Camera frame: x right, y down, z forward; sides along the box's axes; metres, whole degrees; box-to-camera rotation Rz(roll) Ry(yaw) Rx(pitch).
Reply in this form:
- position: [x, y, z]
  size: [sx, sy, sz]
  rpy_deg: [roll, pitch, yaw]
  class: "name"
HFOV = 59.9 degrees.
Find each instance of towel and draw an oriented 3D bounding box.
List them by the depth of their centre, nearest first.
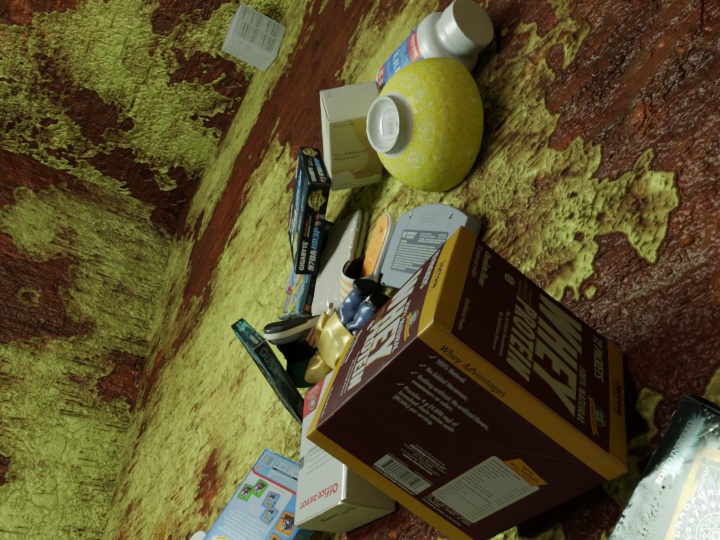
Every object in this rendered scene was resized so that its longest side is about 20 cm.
- position: [-0.040, -0.012, 1.191]
  size: [0.132, 0.034, 0.202]
  rpy_deg: [-28, 47, 57]
  class: "towel"

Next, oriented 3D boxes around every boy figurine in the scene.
- position: [-0.024, 0.115, 1.004]
  size: [0.124, 0.064, 0.201]
  rpy_deg: [44, 117, 28]
  class: "boy figurine"

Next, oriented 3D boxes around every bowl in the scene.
- position: [0.073, -0.214, 0.923]
  size: [0.199, 0.107, 0.203]
  rpy_deg: [17, 110, 53]
  class: "bowl"

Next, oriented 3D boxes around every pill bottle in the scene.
- position: [0.119, -0.342, 1.012]
  size: [0.200, 0.111, 0.113]
  rpy_deg: [-34, 42, 54]
  class: "pill bottle"

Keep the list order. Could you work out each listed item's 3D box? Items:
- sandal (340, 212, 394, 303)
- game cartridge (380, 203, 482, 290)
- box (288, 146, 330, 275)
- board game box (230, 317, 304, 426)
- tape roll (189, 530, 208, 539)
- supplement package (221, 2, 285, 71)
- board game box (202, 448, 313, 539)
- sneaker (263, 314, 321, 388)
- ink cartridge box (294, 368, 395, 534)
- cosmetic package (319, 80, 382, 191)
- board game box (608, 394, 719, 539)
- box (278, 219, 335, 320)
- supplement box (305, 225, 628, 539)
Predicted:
- position: [-0.002, -0.004, 1.041]
  size: [0.079, 0.059, 0.209]
  rpy_deg: [-118, 42, -63]
  class: "sandal"
- position: [0.099, -0.029, 0.907]
  size: [0.200, 0.041, 0.134]
  rpy_deg: [13, 79, 66]
  class: "game cartridge"
- position: [-0.104, -0.117, 1.226]
  size: [0.160, 0.045, 0.202]
  rpy_deg: [-107, 24, -53]
  class: "box"
- position: [-0.145, 0.183, 1.077]
  size: [0.028, 0.201, 0.135]
  rpy_deg: [-36, 26, -16]
  class: "board game box"
- position: [-0.221, 0.542, 1.016]
  size: [0.203, 0.138, 0.205]
  rpy_deg: [-45, 35, 42]
  class: "tape roll"
- position: [-0.439, -0.955, 2.572]
  size: [0.151, 0.198, 0.152]
  rpy_deg: [-14, 58, 61]
  class: "supplement package"
- position: [-0.145, 0.381, 0.936]
  size: [0.150, 0.037, 0.201]
  rpy_deg: [9, 50, 40]
  class: "board game box"
- position: [-0.108, 0.144, 1.079]
  size: [0.200, 0.083, 0.122]
  rpy_deg: [1, -99, -74]
  class: "sneaker"
- position: [-0.021, 0.250, 0.883]
  size: [0.147, 0.082, 0.202]
  rpy_deg: [-44, 34, 45]
  class: "ink cartridge box"
- position: [-0.013, -0.232, 1.104]
  size: [0.201, 0.104, 0.072]
  rpy_deg: [88, 168, -64]
  class: "cosmetic package"
- position: [0.233, 0.205, 0.424]
  size: [0.202, 0.028, 0.135]
  rpy_deg: [-67, 24, 10]
  class: "board game box"
- position: [-0.110, 0.006, 1.320]
  size: [0.136, 0.037, 0.202]
  rpy_deg: [-19, 55, 60]
  class: "box"
- position: [0.094, 0.112, 0.567]
  size: [0.200, 0.196, 0.133]
  rpy_deg: [-48, 10, 39]
  class: "supplement box"
